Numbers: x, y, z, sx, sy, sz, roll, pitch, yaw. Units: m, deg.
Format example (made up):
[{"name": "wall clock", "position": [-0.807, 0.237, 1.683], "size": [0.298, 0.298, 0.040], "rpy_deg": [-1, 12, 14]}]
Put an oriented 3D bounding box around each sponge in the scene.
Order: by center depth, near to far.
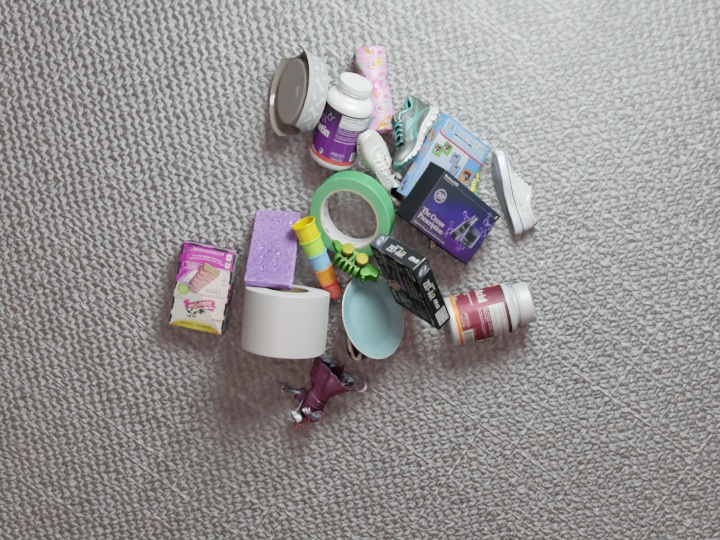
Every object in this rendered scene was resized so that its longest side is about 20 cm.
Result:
[{"name": "sponge", "position": [-0.202, -0.051, 1.659], "size": [0.109, 0.030, 0.204], "rpy_deg": [4, 58, 1]}]

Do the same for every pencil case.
[{"name": "pencil case", "position": [0.033, -0.413, 1.647], "size": [0.085, 0.087, 0.205], "rpy_deg": [-8, 96, 3]}]

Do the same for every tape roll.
[{"name": "tape roll", "position": [-0.175, 0.112, 1.646], "size": [0.198, 0.203, 0.143], "rpy_deg": [5, 96, 2]}, {"name": "tape roll", "position": [-0.020, -0.127, 1.649], "size": [0.196, 0.048, 0.204], "rpy_deg": [10, 120, 17]}]

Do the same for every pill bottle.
[{"name": "pill bottle", "position": [-0.040, -0.336, 1.606], "size": [0.110, 0.113, 0.202], "rpy_deg": [22, 125, 0]}, {"name": "pill bottle", "position": [0.301, 0.097, 1.669], "size": [0.196, 0.114, 0.117], "rpy_deg": [-14, 95, 3]}]

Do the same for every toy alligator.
[{"name": "toy alligator", "position": [0.000, 0.000, 1.624], "size": [0.199, 0.060, 0.054], "rpy_deg": [36, 61, 17]}]

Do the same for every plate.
[{"name": "plate", "position": [0.025, 0.108, 1.668], "size": [0.025, 0.199, 0.204], "rpy_deg": [-19, 96, 44]}]

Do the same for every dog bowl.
[{"name": "dog bowl", "position": [-0.139, -0.401, 1.609], "size": [0.058, 0.199, 0.205], "rpy_deg": [5, 97, -32]}]

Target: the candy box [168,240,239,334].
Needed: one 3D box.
[{"name": "candy box", "position": [-0.376, 0.040, 1.717], "size": [0.133, 0.061, 0.205], "rpy_deg": [11, 96, 1]}]

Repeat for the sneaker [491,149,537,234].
[{"name": "sneaker", "position": [0.362, -0.189, 1.669], "size": [0.069, 0.073, 0.204], "rpy_deg": [-20, 103, -5]}]

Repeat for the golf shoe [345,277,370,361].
[{"name": "golf shoe", "position": [-0.001, 0.117, 1.697], "size": [0.075, 0.088, 0.205], "rpy_deg": [-2, 94, 4]}]

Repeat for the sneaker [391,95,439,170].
[{"name": "sneaker", "position": [0.102, -0.316, 1.616], "size": [0.090, 0.077, 0.202], "rpy_deg": [34, 59, -12]}]

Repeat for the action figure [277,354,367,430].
[{"name": "action figure", "position": [-0.104, 0.305, 1.731], "size": [0.147, 0.134, 0.202], "rpy_deg": [17, 114, -41]}]

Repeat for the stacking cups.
[{"name": "stacking cups", "position": [-0.101, -0.024, 1.677], "size": [0.059, 0.061, 0.203], "rpy_deg": [-18, 114, 4]}]

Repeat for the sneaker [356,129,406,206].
[{"name": "sneaker", "position": [0.055, -0.232, 1.623], "size": [0.075, 0.081, 0.202], "rpy_deg": [-36, 126, -10]}]

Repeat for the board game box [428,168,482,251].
[{"name": "board game box", "position": [0.225, -0.146, 1.695], "size": [0.102, 0.023, 0.205], "rpy_deg": [8, 96, 2]}]

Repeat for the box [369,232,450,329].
[{"name": "box", "position": [0.112, 0.025, 1.606], "size": [0.043, 0.159, 0.202], "rpy_deg": [-40, 131, -16]}]

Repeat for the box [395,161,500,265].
[{"name": "box", "position": [0.199, -0.127, 1.606], "size": [0.198, 0.079, 0.143], "rpy_deg": [32, 93, -32]}]

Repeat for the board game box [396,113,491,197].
[{"name": "board game box", "position": [0.192, -0.231, 1.627], "size": [0.150, 0.037, 0.202], "rpy_deg": [28, 95, -31]}]
